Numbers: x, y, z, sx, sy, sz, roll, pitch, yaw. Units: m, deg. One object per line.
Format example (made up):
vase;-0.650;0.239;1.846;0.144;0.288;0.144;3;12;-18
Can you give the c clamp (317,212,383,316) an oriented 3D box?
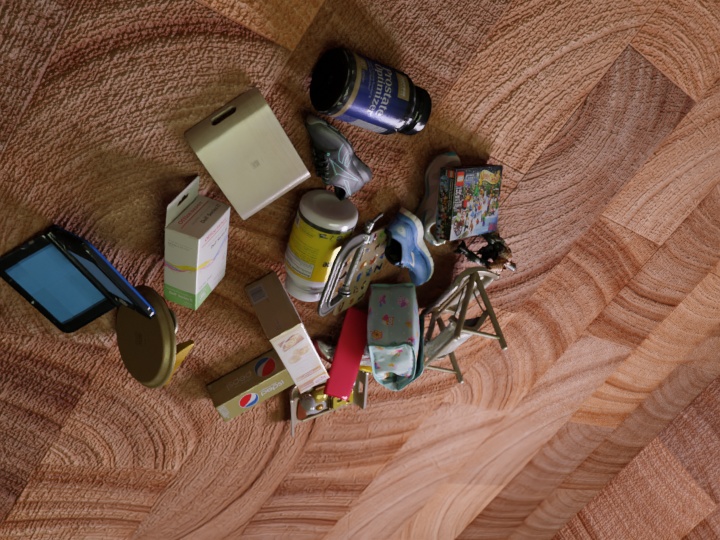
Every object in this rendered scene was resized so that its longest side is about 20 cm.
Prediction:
c clamp;-0.020;-0.007;1.499;0.171;0.027;0.201;-30;146;-65

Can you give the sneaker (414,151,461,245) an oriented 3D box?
sneaker;0.168;-0.146;1.588;0.076;0.081;0.201;-9;132;-24

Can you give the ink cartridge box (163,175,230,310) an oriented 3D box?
ink cartridge box;-0.281;-0.047;1.352;0.117;0.067;0.201;-59;166;-49

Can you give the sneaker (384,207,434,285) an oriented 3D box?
sneaker;0.091;-0.037;1.636;0.089;0.078;0.201;-38;135;-15

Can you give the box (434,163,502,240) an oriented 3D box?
box;0.218;-0.139;1.566;0.199;0.037;0.138;-14;112;-53

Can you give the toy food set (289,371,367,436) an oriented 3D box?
toy food set;-0.077;0.315;1.874;0.199;0.061;0.144;-16;136;-19

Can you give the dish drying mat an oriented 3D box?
dish drying mat;-0.027;0.184;1.738;0.076;0.018;0.202;24;77;-35

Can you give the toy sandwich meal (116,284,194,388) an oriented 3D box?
toy sandwich meal;-0.372;0.121;1.417;0.070;0.205;0.206;-8;135;-46

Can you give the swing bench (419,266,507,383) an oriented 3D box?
swing bench;0.216;0.117;1.759;0.129;0.201;0.199;13;144;-19

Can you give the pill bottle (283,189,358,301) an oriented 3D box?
pill bottle;-0.082;-0.043;1.496;0.112;0.113;0.201;-4;132;-30

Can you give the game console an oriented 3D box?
game console;-0.470;0.034;1.301;0.119;0.170;0.200;-52;137;-20

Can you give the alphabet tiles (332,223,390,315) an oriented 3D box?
alphabet tiles;0.000;0.000;1.624;0.167;0.008;0.201;-27;146;-46

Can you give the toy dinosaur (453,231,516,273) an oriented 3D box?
toy dinosaur;0.291;-0.042;1.721;0.102;0.135;0.200;-53;180;-1

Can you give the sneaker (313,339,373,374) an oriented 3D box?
sneaker;-0.025;0.179;1.794;0.199;0.078;0.083;15;94;-37

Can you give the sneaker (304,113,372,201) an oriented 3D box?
sneaker;-0.047;-0.196;1.392;0.079;0.075;0.200;-47;139;-3

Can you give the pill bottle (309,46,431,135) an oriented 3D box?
pill bottle;0.022;-0.294;1.324;0.199;0.112;0.112;10;123;-39

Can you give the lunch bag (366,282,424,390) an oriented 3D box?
lunch bag;0.080;0.150;1.736;0.121;0.171;0.201;-2;142;8

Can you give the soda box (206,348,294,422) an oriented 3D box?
soda box;-0.228;0.243;1.709;0.199;0.068;0.064;-28;140;-8

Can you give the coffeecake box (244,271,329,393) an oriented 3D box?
coffeecake box;-0.147;0.127;1.585;0.073;0.154;0.201;-28;139;-6

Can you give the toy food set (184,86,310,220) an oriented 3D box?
toy food set;-0.187;-0.194;1.333;0.143;0.061;0.200;-33;131;-1
